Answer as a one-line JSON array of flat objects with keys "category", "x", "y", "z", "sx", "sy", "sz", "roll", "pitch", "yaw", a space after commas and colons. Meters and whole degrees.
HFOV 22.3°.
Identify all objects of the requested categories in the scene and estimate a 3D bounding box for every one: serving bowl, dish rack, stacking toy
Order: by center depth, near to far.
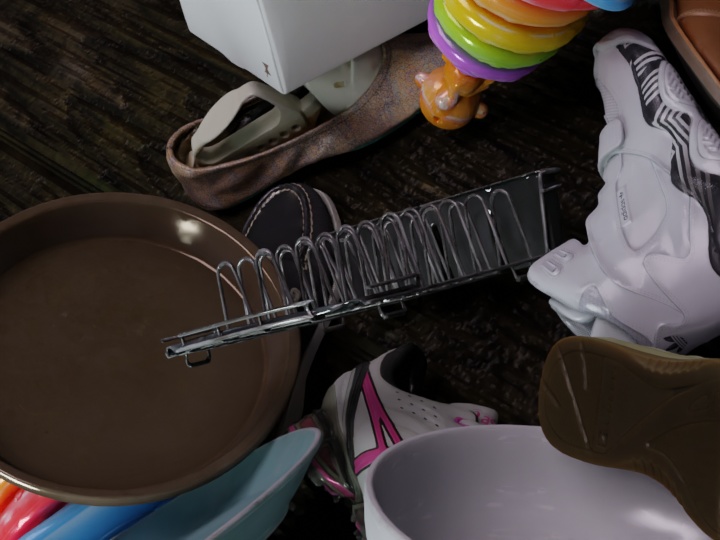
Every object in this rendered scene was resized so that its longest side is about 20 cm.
[{"category": "serving bowl", "x": 0.096, "y": 0.131, "z": 0.766, "sx": 0.200, "sy": 0.199, "sz": 0.066, "roll": 25, "pitch": 113, "yaw": 47}, {"category": "dish rack", "x": 0.000, "y": 0.000, "z": 0.915, "sx": 0.153, "sy": 0.199, "sz": 0.055, "roll": -17, "pitch": 88, "yaw": 39}, {"category": "stacking toy", "x": 0.077, "y": -0.143, "z": 0.989, "sx": 0.110, "sy": 0.115, "sz": 0.200, "roll": -63, "pitch": 0, "yaw": -38}, {"category": "stacking toy", "x": -0.192, "y": 0.072, "z": 1.010, "sx": 0.109, "sy": 0.116, "sz": 0.200, "roll": -35, "pitch": 76, "yaw": -14}]

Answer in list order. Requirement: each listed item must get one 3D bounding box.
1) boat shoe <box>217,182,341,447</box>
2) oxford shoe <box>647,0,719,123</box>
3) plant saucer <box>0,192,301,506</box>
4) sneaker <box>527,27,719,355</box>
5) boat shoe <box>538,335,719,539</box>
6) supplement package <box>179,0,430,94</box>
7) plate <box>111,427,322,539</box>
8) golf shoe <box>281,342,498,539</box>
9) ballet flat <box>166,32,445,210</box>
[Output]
[{"category": "boat shoe", "x": -0.062, "y": 0.028, "z": 1.042, "sx": 0.073, "sy": 0.060, "sz": 0.201, "roll": -7, "pitch": 56, "yaw": 37}, {"category": "oxford shoe", "x": 0.196, "y": -0.120, "z": 0.936, "sx": 0.071, "sy": 0.071, "sz": 0.201, "roll": -29, "pitch": 44, "yaw": 14}, {"category": "plant saucer", "x": -0.131, "y": 0.042, "z": 0.969, "sx": 0.198, "sy": 0.030, "sz": 0.201, "roll": 3, "pitch": 52, "yaw": -4}, {"category": "sneaker", "x": 0.133, "y": -0.033, "z": 0.916, "sx": 0.115, "sy": 0.075, "sz": 0.201, "roll": -34, "pitch": 46, "yaw": 12}, {"category": "boat shoe", "x": 0.156, "y": 0.072, "z": 0.765, "sx": 0.200, "sy": 0.063, "sz": 0.074, "roll": 15, "pitch": 98, "yaw": 57}, {"category": "supplement package", "x": -0.007, "y": -0.214, "z": 1.082, "sx": 0.199, "sy": 0.120, "sz": 0.121, "roll": -30, "pitch": 38, "yaw": -20}, {"category": "plate", "x": -0.096, "y": 0.141, "z": 0.875, "sx": 0.199, "sy": 0.026, "sz": 0.200, "roll": -33, "pitch": 3, "yaw": 2}, {"category": "golf shoe", "x": 0.037, "y": 0.105, "z": 0.894, "sx": 0.092, "sy": 0.073, "sz": 0.200, "roll": -45, "pitch": 42, "yaw": 1}, {"category": "ballet flat", "x": -0.035, "y": -0.099, "z": 1.111, "sx": 0.199, "sy": 0.067, "sz": 0.068, "roll": -30, "pitch": 45, "yaw": 19}]
